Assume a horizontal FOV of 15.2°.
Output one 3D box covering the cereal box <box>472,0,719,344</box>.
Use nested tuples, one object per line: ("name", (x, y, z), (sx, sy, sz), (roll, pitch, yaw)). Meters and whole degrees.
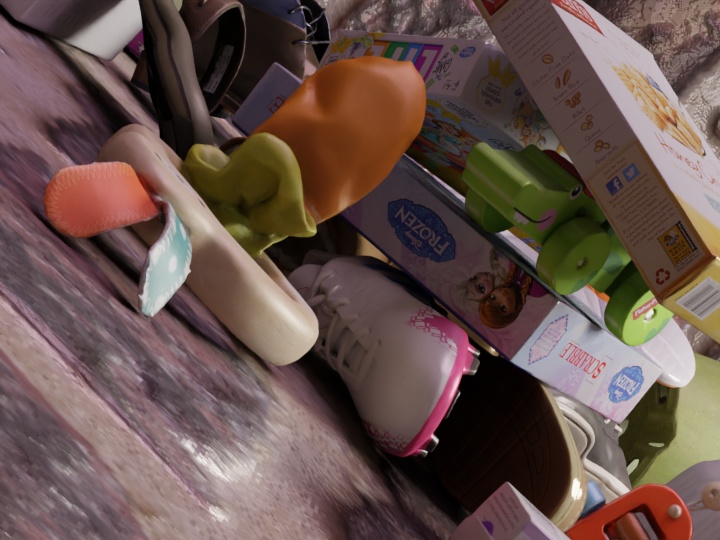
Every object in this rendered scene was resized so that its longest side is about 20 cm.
("cereal box", (0.140, -0.048, 1.290), (0.144, 0.039, 0.201), (28, 28, -53))

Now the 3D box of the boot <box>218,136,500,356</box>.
("boot", (0.000, 0.000, 1.555), (0.175, 0.066, 0.200), (41, 6, 10))

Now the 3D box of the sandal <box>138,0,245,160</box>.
("sandal", (-0.088, -0.118, 1.461), (0.202, 0.057, 0.080), (-103, -173, -45))

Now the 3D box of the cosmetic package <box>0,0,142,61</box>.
("cosmetic package", (-0.175, -0.186, 1.518), (0.101, 0.071, 0.200), (46, 5, 7))

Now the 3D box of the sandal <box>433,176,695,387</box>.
("sandal", (0.105, 0.018, 1.602), (0.206, 0.059, 0.079), (35, 22, 14))

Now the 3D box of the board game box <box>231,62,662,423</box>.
("board game box", (0.048, -0.010, 1.396), (0.200, 0.041, 0.199), (41, 5, 24))

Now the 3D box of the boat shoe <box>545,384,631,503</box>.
("boat shoe", (0.116, 0.094, 1.617), (0.200, 0.066, 0.057), (50, 31, -60))

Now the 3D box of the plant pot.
("plant pot", (0.235, 0.139, 1.775), (0.189, 0.201, 0.200), (29, 12, -27))

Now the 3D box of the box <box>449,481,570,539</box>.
("box", (0.121, 0.175, 1.242), (0.200, 0.039, 0.041), (43, 7, -26))

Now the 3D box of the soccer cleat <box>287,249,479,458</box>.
("soccer cleat", (0.001, 0.035, 1.297), (0.086, 0.070, 0.200), (28, 6, -9))

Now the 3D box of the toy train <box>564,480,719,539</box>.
("toy train", (0.194, 0.178, 1.377), (0.201, 0.150, 0.056), (54, -10, 14))

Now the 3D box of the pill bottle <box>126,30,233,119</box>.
("pill bottle", (-0.108, -0.179, 1.775), (0.200, 0.112, 0.112), (43, 6, -24))

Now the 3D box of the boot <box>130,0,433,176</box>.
("boot", (-0.036, -0.123, 1.606), (0.199, 0.098, 0.075), (21, 6, 16))

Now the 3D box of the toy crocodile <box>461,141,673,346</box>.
("toy crocodile", (0.110, -0.019, 1.311), (0.067, 0.062, 0.200), (43, 6, 37))

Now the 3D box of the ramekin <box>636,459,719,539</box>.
("ramekin", (0.220, 0.197, 1.497), (0.200, 0.105, 0.200), (45, 5, -5))

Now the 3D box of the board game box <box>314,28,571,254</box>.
("board game box", (0.085, -0.059, 1.430), (0.200, 0.034, 0.134), (35, -14, -33))

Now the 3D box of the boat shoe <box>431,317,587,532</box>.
("boat shoe", (0.072, 0.083, 1.383), (0.064, 0.071, 0.200), (40, 6, -32))

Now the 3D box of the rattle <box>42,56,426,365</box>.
("rattle", (-0.041, -0.042, 1.127), (0.131, 0.142, 0.200), (67, 7, 21))
